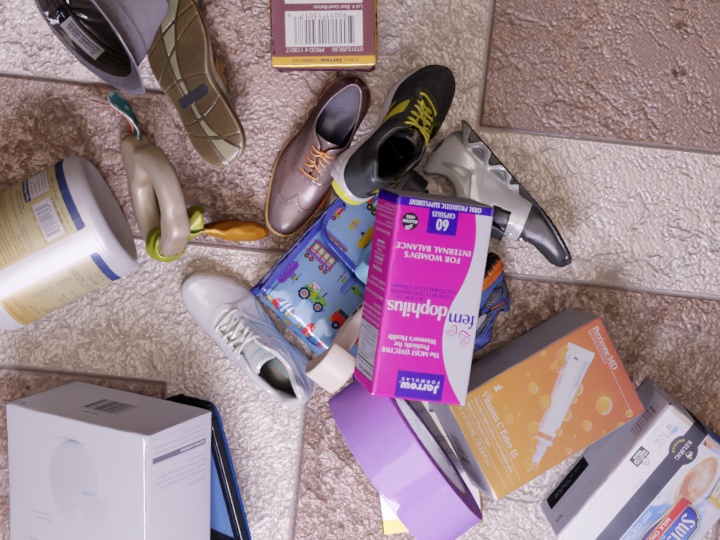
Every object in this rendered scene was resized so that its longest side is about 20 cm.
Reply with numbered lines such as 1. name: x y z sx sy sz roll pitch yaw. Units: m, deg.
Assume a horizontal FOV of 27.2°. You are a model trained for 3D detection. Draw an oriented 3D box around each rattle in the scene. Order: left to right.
1. rattle: -0.201 -0.119 1.668 0.142 0.130 0.201 -19 71 -8

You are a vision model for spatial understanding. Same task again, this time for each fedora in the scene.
1. fedora: -0.267 -0.283 1.601 0.090 0.200 0.177 -43 121 -19

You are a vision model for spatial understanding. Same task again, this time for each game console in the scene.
1. game console: -0.218 0.253 1.691 0.118 0.170 0.201 -18 98 -25

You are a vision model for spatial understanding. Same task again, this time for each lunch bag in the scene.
1. lunch bag: 0.000 0.000 1.684 0.150 0.094 0.200 43 81 -7

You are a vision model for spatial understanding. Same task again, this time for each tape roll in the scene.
1. tape roll: 0.048 0.202 1.603 0.065 0.200 0.201 -36 96 5

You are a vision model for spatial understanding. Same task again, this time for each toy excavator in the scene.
1. toy excavator: 0.027 0.020 1.605 0.100 0.195 0.200 36 117 -11

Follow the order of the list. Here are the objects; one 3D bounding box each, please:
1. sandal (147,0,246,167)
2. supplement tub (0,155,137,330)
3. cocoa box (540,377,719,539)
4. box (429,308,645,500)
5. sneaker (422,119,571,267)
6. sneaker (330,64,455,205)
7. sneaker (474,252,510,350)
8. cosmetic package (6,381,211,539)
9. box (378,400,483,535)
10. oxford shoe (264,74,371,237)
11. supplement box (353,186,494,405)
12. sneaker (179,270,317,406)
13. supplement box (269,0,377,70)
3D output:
1. sandal: -0.178 -0.211 1.660 0.080 0.054 0.201 -24 89 22
2. supplement tub: -0.362 -0.023 1.638 0.199 0.144 0.145 -26 96 3
3. cocoa box: 0.321 0.248 1.682 0.131 0.133 0.200 39 96 -6
4. box: 0.194 0.147 1.665 0.199 0.097 0.125 -30 99 -10
5. sneaker: 0.152 -0.066 1.677 0.088 0.074 0.200 -43 86 4
6. sneaker: 0.054 -0.148 1.628 0.074 0.084 0.200 45 66 -22
7. sneaker: 0.108 0.069 1.658 0.200 0.075 0.079 -47 120 -25
8. cosmetic package: -0.275 0.244 1.637 0.198 0.123 0.202 9 103 30
9. box: 0.072 0.198 1.723 0.118 0.041 0.202 -6 94 0
10. oxford shoe: -0.053 -0.128 1.664 0.071 0.073 0.201 25 96 -4
11. supplement box: 0.062 0.025 1.501 0.100 0.103 0.202 6 97 -11
12. sneaker: -0.125 0.076 1.686 0.200 0.080 0.070 44 96 -4
13. supplement box: -0.037 -0.256 1.584 0.109 0.200 0.086 0 96 0
